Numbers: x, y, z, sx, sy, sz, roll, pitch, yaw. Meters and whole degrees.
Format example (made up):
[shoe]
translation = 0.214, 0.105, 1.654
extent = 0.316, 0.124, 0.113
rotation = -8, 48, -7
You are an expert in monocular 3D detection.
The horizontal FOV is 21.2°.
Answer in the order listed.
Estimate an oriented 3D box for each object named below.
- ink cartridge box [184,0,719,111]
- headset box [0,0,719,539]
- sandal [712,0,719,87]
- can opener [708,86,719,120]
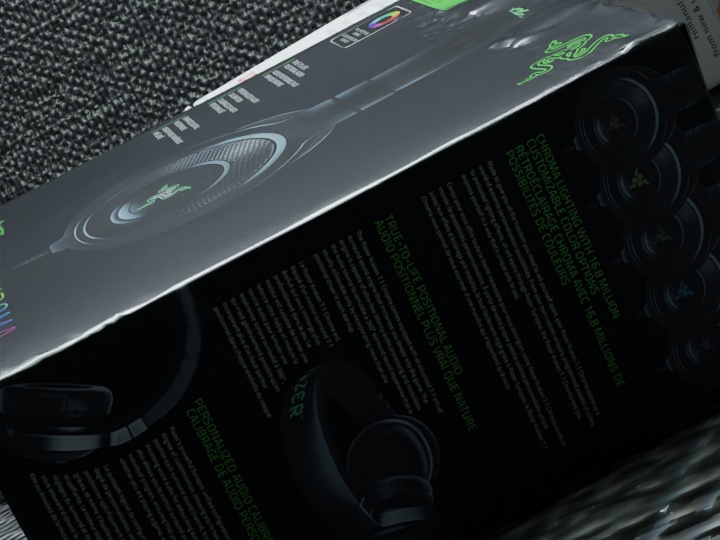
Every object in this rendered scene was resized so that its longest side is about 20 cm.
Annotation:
[ink cartridge box]
translation = 0.035, -0.075, 0.797
extent = 0.199, 0.085, 0.146
rotation = -29, 14, -3
[headset box]
translation = -0.004, 0.003, 0.513
extent = 0.199, 0.093, 0.174
rotation = -28, 18, -7
[sandal]
translation = 0.171, -0.104, 0.934
extent = 0.059, 0.080, 0.207
rotation = 10, -18, 0
[can opener]
translation = 0.136, -0.055, 0.835
extent = 0.063, 0.079, 0.200
rotation = 12, -3, -16
